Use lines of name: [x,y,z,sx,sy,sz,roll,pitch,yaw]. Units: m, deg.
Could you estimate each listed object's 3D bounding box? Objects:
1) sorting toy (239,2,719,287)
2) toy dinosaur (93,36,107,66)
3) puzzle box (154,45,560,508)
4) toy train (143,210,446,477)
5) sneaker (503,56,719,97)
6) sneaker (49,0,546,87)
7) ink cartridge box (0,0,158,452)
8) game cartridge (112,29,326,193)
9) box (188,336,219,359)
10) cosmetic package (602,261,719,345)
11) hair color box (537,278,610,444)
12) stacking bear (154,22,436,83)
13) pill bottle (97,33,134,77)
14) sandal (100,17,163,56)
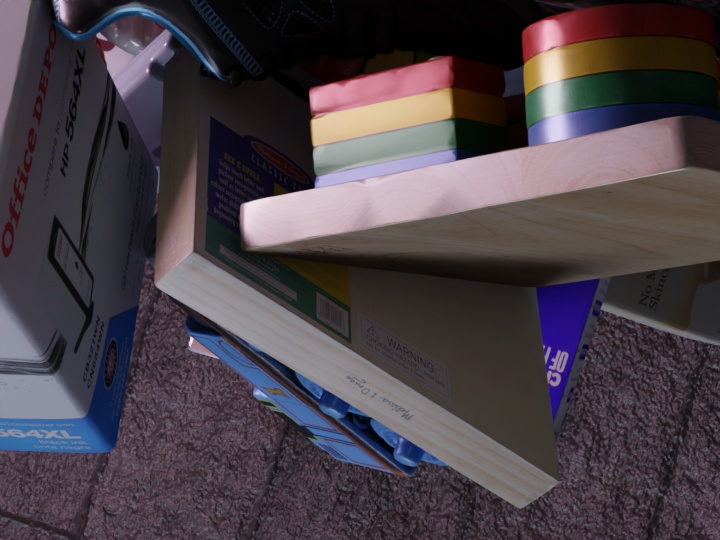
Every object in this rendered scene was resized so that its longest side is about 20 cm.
sorting toy: [0.089,-0.046,0.878,0.198,0.070,0.199,-9,170,37]
toy dinosaur: [-0.166,-0.117,1.165,0.136,0.102,0.200,53,142,8]
puzzle box: [0.000,0.000,0.941,0.200,0.025,0.134,34,-145,-29]
toy train: [-0.019,0.025,1.061,0.114,0.087,0.200,4,152,48]
sneaker: [0.121,-0.057,1.009,0.199,0.083,0.074,18,-179,36]
sneaker: [-0.025,-0.105,0.908,0.199,0.082,0.073,16,177,-1]
ink cartridge box: [-0.155,-0.026,0.965,0.084,0.147,0.200,3,156,10]
game cartridge: [-0.027,-0.042,1.069,0.199,0.042,0.133,29,160,-17]
box: [-0.014,-0.035,1.280,0.109,0.201,0.035,17,179,9]
cosmetic package: [0.191,-0.019,1.623,0.199,0.106,0.071,16,179,-43]
hair color box: [0.105,0.002,1.258,0.064,0.201,0.109,16,180,8]
stacking bear: [-0.011,-0.086,1.133,0.121,0.114,0.200,-13,146,43]
pill bottle: [-0.171,-0.130,1.352,0.199,0.114,0.113,18,180,3]
sandal: [-0.059,-0.114,1.220,0.202,0.083,0.050,32,160,-22]
